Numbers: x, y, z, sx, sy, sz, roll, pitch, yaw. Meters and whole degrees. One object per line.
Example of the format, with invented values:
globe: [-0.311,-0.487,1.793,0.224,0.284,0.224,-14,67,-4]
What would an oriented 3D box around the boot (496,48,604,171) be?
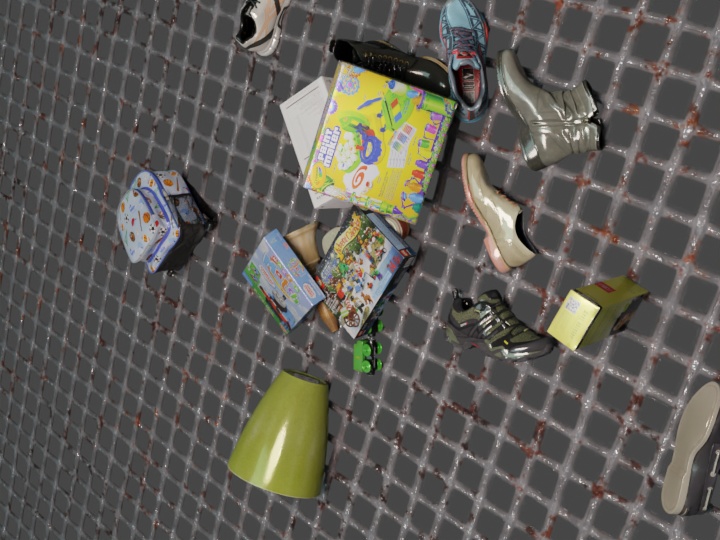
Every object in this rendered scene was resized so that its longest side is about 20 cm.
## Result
boot: [0.294,-0.262,1.396,0.129,0.067,0.203,-20,90,32]

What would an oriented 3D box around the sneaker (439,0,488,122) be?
sneaker: [0.171,-0.339,1.446,0.078,0.096,0.203,-10,94,6]

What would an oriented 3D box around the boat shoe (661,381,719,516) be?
boat shoe: [0.491,0.257,1.307,0.062,0.073,0.203,13,101,-9]

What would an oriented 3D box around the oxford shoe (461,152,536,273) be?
oxford shoe: [0.223,-0.101,1.463,0.073,0.071,0.202,-23,90,32]

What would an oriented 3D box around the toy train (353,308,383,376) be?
toy train: [0.012,0.090,1.662,0.056,0.041,0.203,8,100,47]

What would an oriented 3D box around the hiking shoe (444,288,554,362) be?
hiking shoe: [0.220,0.085,1.475,0.198,0.075,0.102,10,104,37]

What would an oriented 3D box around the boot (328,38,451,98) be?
boot: [0.052,-0.331,1.521,0.198,0.138,0.079,26,110,31]

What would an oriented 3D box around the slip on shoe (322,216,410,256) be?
slip on shoe: [0.009,-0.055,1.635,0.198,0.061,0.075,-17,92,42]

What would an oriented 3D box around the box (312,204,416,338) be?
box: [0.000,0.000,1.590,0.137,0.037,0.201,47,128,23]

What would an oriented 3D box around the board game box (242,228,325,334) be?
board game box: [-0.146,0.026,1.700,0.152,0.036,0.200,54,153,5]

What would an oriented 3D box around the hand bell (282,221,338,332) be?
hand bell: [-0.085,0.020,1.715,0.103,0.104,0.202,-22,94,37]

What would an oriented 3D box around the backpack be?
backpack: [-0.422,-0.111,1.915,0.200,0.153,0.192,-43,59,35]

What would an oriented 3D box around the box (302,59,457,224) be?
box: [0.026,-0.207,1.460,0.190,0.122,0.203,18,103,-8]

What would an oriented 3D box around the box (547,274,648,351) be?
box: [0.341,0.057,1.299,0.050,0.199,0.076,38,117,28]

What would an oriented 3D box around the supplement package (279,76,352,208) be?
supplement package: [-0.043,-0.224,1.625,0.113,0.109,0.203,-25,80,35]

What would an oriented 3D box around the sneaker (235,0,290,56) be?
sneaker: [-0.179,-0.507,1.722,0.073,0.079,0.203,24,108,35]

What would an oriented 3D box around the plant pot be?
plant pot: [-0.133,0.296,1.726,0.185,0.186,0.203,19,91,35]
